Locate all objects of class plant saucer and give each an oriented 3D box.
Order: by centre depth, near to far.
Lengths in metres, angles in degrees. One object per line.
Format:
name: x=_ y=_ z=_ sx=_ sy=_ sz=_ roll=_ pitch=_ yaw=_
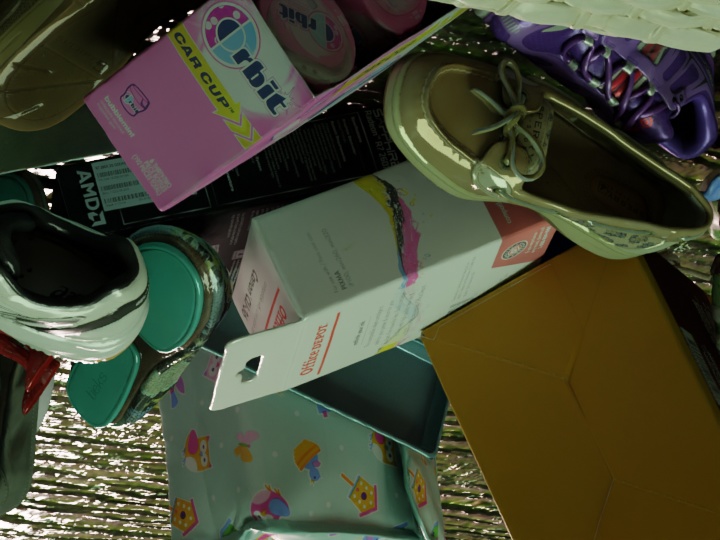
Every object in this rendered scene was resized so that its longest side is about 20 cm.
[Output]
plant saucer: x=-0.128 y=-0.078 z=1.322 sx=0.201 sy=0.039 sz=0.201 roll=-10 pitch=-176 yaw=1
plant saucer: x=-0.029 y=0.048 z=1.593 sx=0.200 sy=0.070 sz=0.019 roll=27 pitch=154 yaw=-26

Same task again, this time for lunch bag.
lunch bag: x=-0.023 y=0.105 z=1.666 sx=0.200 sy=0.170 sz=0.122 roll=9 pitch=155 yaw=-40

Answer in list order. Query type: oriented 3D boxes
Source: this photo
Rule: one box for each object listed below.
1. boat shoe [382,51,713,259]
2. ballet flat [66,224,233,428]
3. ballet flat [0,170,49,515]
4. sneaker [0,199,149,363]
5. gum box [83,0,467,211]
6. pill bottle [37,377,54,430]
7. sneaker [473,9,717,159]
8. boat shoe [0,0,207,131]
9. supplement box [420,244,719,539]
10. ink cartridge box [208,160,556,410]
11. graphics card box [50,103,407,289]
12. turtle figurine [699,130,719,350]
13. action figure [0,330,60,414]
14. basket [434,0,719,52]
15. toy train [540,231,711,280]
boat shoe: x=0.099 y=-0.063 z=1.350 sx=0.200 sy=0.073 sz=0.063 roll=22 pitch=164 yaw=-35
ballet flat: x=-0.107 y=0.020 z=1.430 sx=0.074 sy=0.074 sz=0.200 roll=0 pitch=155 yaw=-26
ballet flat: x=-0.203 y=0.042 z=1.451 sx=0.067 sy=0.200 sz=0.064 roll=8 pitch=178 yaw=20
sneaker: x=-0.203 y=-0.014 z=1.329 sx=0.200 sy=0.076 sz=0.088 roll=11 pitch=155 yaw=-9
gum box: x=-0.022 y=-0.113 z=1.220 sx=0.113 sy=0.066 sz=0.200 roll=-33 pitch=-178 yaw=39
pill bottle: x=-0.285 y=0.048 z=1.485 sx=0.200 sy=0.113 sz=0.113 roll=11 pitch=147 yaw=-43
sneaker: x=0.139 y=-0.112 z=1.381 sx=0.081 sy=0.083 sz=0.200 roll=-28 pitch=151 yaw=31
boat shoe: x=-0.105 y=-0.150 z=1.209 sx=0.200 sy=0.065 sz=0.072 roll=-40 pitch=140 yaw=13
supplement box: x=0.161 y=0.106 z=1.498 sx=0.133 sy=0.197 sz=0.200 roll=-30 pitch=158 yaw=14
ink cartridge box: x=0.000 y=0.000 z=1.429 sx=0.200 sy=0.068 sz=0.116 roll=-21 pitch=161 yaw=-17
graphics card box: x=-0.076 y=-0.031 z=1.468 sx=0.200 sy=0.051 sz=0.125 roll=-13 pitch=160 yaw=-15
turtle figurine: x=0.269 y=-0.008 z=1.510 sx=0.200 sy=0.194 sz=0.144 roll=25 pitch=106 yaw=-5
action figure: x=-0.256 y=0.009 z=1.388 sx=0.200 sy=0.052 sz=0.065 roll=32 pitch=162 yaw=4
basket: x=0.112 y=-0.186 z=1.158 sx=0.200 sy=0.123 sz=0.136 roll=7 pitch=148 yaw=-35
toy train: x=0.115 y=0.014 z=1.654 sx=0.200 sy=0.085 sz=0.116 roll=8 pitch=159 yaw=-39
